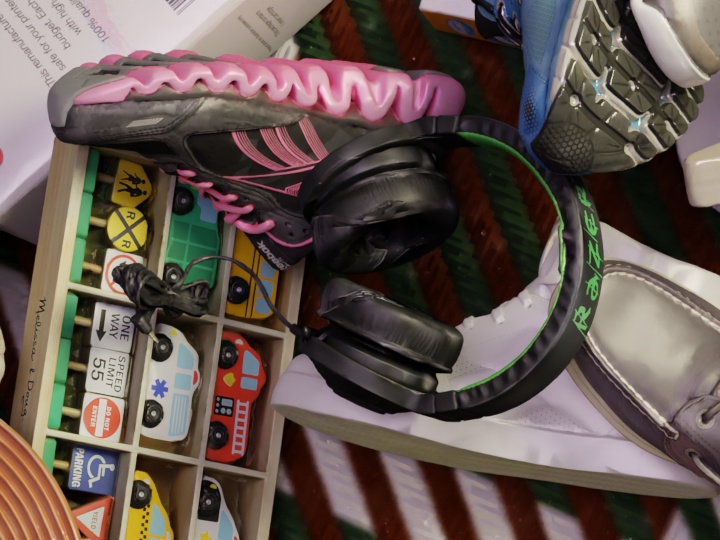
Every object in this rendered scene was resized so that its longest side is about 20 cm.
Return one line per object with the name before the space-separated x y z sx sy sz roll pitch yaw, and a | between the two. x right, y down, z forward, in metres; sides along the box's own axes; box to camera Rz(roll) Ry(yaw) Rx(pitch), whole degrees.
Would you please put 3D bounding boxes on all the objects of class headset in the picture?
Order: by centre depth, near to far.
headset | 0.000 0.000 1.121 0.199 0.094 0.125 -7 76 29

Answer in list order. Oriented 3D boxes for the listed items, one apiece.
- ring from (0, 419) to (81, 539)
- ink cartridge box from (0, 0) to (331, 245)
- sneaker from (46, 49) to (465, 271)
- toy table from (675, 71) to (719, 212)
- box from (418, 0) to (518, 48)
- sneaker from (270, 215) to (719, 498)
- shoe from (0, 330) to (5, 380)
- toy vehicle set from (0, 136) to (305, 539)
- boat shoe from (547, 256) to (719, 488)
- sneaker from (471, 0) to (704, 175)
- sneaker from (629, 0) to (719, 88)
ring | -0.194 0.151 1.156 0.199 0.019 0.202 -3 84 27
ink cartridge box | -0.127 -0.130 1.258 0.200 0.084 0.145 -41 73 3
sneaker | -0.044 -0.047 1.188 0.199 0.079 0.096 2 100 -29
toy table | 0.228 -0.063 1.118 0.199 0.117 0.185 -21 101 11
box | 0.115 -0.154 1.226 0.198 0.041 0.120 14 83 14
sneaker | 0.066 0.029 1.192 0.198 0.074 0.117 8 80 5
shoe | -0.207 -0.029 1.185 0.053 0.070 0.200 -45 63 15
toy vehicle set | -0.091 0.050 1.203 0.026 0.124 0.202 -6 75 57
boat shoe | 0.166 0.064 1.124 0.200 0.065 0.072 43 72 -8
sneaker | 0.090 -0.102 1.137 0.090 0.078 0.201 -24 30 29
sneaker | 0.166 -0.167 1.094 0.081 0.077 0.201 0 62 38
